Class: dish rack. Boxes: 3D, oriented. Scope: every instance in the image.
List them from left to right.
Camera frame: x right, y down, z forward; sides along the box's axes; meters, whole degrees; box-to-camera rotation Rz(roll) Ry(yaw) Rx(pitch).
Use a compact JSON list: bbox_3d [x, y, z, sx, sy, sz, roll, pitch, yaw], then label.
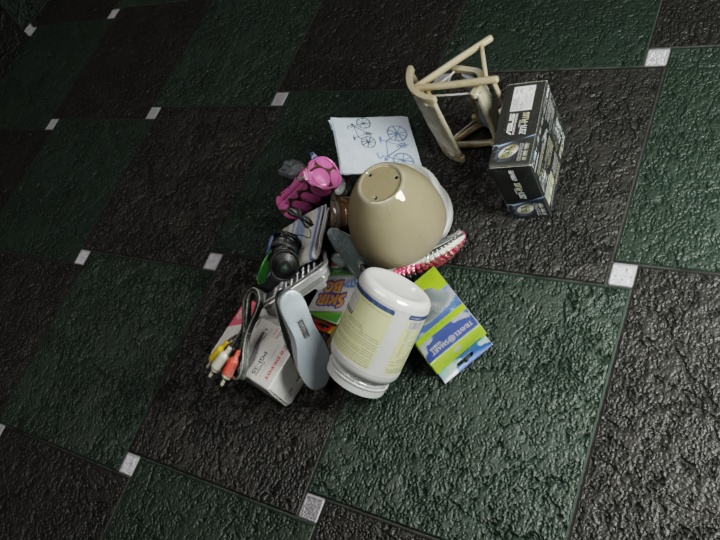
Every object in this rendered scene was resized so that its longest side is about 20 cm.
[{"bbox_3d":[-0.131,0.030,1.651,0.170,0.044,0.200,-34,13,3],"label":"dish rack"}]

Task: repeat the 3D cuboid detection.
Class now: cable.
[{"bbox_3d":[-0.241,0.135,1.557,0.097,0.050,0.204,36,106,41],"label":"cable"}]

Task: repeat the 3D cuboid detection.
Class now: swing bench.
[{"bbox_3d":[0.217,-0.344,1.639,0.196,0.199,0.132,-16,52,21],"label":"swing bench"}]

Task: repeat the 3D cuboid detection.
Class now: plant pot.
[{"bbox_3d":[0.056,-0.127,1.496,0.195,0.135,0.205,-9,58,15],"label":"plant pot"}]

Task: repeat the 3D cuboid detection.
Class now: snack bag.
[{"bbox_3d":[0.033,-0.276,1.761,0.194,0.022,0.192,-3,53,-12],"label":"snack bag"}]

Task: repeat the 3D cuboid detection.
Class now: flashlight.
[{"bbox_3d":[-0.106,-0.220,1.850,0.198,0.068,0.069,25,79,45],"label":"flashlight"}]

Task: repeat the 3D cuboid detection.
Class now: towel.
[{"bbox_3d":[-0.148,-0.053,1.744,0.198,0.024,0.150,-26,42,40],"label":"towel"}]

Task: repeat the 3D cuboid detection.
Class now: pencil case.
[{"bbox_3d":[-0.123,-0.181,1.754,0.092,0.200,0.092,-23,82,-33],"label":"pencil case"}]

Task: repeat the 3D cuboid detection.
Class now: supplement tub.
[{"bbox_3d":[0.030,0.115,1.443,0.145,0.143,0.204,41,114,42],"label":"supplement tub"}]

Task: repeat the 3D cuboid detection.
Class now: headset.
[{"bbox_3d":[-0.169,-0.044,1.645,0.200,0.093,0.125,-44,26,29],"label":"headset"}]

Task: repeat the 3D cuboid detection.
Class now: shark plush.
[{"bbox_3d":[0.000,0.000,1.595,0.090,0.083,0.203,-30,79,4],"label":"shark plush"}]

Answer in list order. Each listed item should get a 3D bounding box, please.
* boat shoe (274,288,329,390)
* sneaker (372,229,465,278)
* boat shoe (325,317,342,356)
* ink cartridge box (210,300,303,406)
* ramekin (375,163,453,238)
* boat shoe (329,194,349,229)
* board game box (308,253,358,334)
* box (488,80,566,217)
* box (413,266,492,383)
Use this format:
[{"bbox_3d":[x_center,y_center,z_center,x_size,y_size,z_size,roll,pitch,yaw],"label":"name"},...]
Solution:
[{"bbox_3d":[-0.118,0.132,1.514,0.073,0.203,0.068,-29,13,-21],"label":"boat shoe"},{"bbox_3d":[0.115,-0.037,1.543,0.196,0.081,0.076,-22,76,-4],"label":"sneaker"},{"bbox_3d":[-0.017,0.110,1.551,0.203,0.071,0.065,-58,38,9],"label":"boat shoe"},{"bbox_3d":[-0.193,0.166,1.626,0.197,0.083,0.148,22,72,40],"label":"ink cartridge box"},{"bbox_3d":[0.089,-0.129,1.628,0.197,0.095,0.207,-11,56,16],"label":"ramekin"},{"bbox_3d":[-0.030,-0.124,1.692,0.070,0.078,0.200,-3,14,-1],"label":"boat shoe"},{"bbox_3d":[-0.041,0.036,1.661,0.094,0.030,0.203,15,71,37],"label":"board game box"},{"bbox_3d":[0.327,-0.233,1.521,0.084,0.164,0.204,0,60,31],"label":"box"},{"bbox_3d":[0.148,0.100,1.486,0.121,0.048,0.201,-39,47,3],"label":"box"}]
